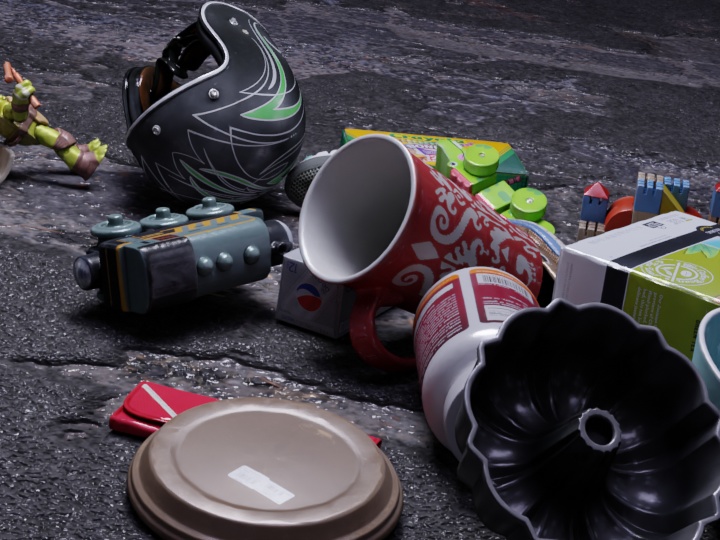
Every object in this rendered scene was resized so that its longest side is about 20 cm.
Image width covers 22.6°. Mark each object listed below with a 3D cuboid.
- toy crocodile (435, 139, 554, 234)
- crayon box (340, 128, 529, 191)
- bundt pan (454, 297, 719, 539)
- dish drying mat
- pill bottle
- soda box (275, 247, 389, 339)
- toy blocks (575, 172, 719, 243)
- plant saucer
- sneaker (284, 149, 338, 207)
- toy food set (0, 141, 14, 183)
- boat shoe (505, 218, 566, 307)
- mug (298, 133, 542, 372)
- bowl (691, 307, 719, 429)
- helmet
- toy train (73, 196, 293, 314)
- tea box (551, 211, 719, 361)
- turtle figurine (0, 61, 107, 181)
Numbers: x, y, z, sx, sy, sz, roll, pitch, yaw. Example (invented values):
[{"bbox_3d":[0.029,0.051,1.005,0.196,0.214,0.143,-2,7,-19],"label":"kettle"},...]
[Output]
[{"bbox_3d":[0.138,-0.070,1.882,0.061,0.068,0.200,-23,51,-28],"label":"toy crocodile"},{"bbox_3d":[0.079,-0.107,2.019,0.198,0.059,0.119,4,20,-8],"label":"crayon box"},{"bbox_3d":[0.152,0.125,1.254,0.200,0.076,0.204,9,60,-16],"label":"bundt pan"},{"bbox_3d":[-0.087,0.122,1.378,0.198,0.018,0.077,11,19,11],"label":"dish drying mat"},{"bbox_3d":[0.100,0.081,1.419,0.112,0.114,0.200,6,20,-3],"label":"pill bottle"},{"bbox_3d":[0.000,0.000,1.682,0.068,0.064,0.200,17,22,23],"label":"soda box"},{"bbox_3d":[0.287,-0.031,1.762,0.198,0.138,0.100,9,20,7],"label":"toy blocks"},{"bbox_3d":[-0.066,0.144,1.279,0.198,0.030,0.201,6,26,-3],"label":"plant saucer"},{"bbox_3d":[0.008,-0.071,1.875,0.198,0.078,0.091,11,24,16],"label":"sneaker"},{"bbox_3d":[-0.477,-0.130,1.877,0.198,0.061,0.143,-7,24,-33],"label":"toy food set"},{"bbox_3d":[0.162,0.004,1.718,0.072,0.073,0.199,-11,27,-39],"label":"boat shoe"},{"bbox_3d":[0.050,-0.001,1.580,0.199,0.179,0.133,26,2,-43],"label":"mug"},{"bbox_3d":[0.318,0.128,1.334,0.199,0.106,0.201,19,27,-10],"label":"bowl"},{"bbox_3d":[-0.152,-0.160,1.888,0.198,0.201,0.192,1,54,-17],"label":"helmet"},{"bbox_3d":[-0.154,-0.011,1.606,0.199,0.086,0.113,-13,17,-39],"label":"toy train"},{"bbox_3d":[0.291,0.050,1.540,0.195,0.135,0.199,21,24,33],"label":"tea box"},{"bbox_3d":[-0.348,-0.155,1.900,0.161,0.065,0.200,33,-13,-19],"label":"turtle figurine"}]
